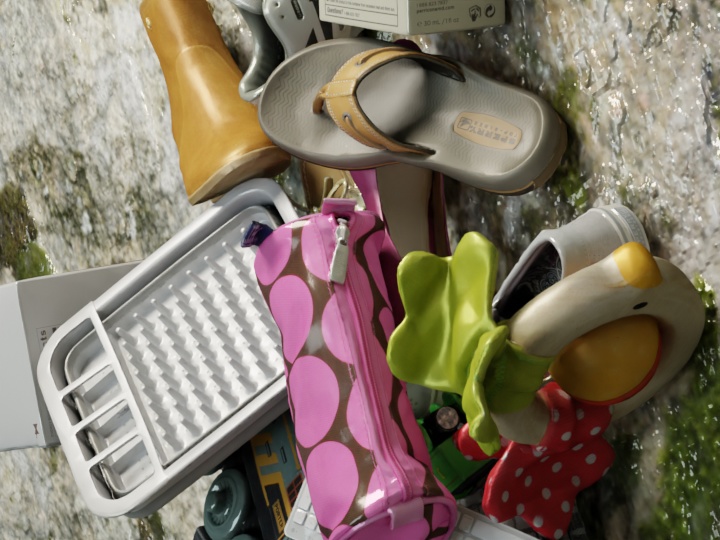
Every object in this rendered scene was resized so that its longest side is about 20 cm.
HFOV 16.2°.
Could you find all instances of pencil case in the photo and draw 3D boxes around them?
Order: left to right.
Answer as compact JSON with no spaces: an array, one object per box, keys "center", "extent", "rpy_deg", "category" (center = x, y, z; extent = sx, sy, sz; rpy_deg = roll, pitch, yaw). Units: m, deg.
[{"center":[-0.003,0.064,1.401],"extent":[0.094,0.090,0.201],"rpy_deg":[-49,50,52],"category":"pencil case"}]

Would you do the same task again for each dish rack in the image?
[{"center":[-0.097,0.053,1.549],"extent":[0.200,0.044,0.172],"rpy_deg":[-39,42,9],"category":"dish rack"}]

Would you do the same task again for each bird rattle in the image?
[{"center":[0.110,0.059,1.325],"extent":[0.200,0.163,0.113],"rpy_deg":[48,-166,-48],"category":"bird rattle"}]

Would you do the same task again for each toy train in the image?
[{"center":[-0.041,0.129,1.544],"extent":[0.114,0.085,0.201],"rpy_deg":[-48,39,30],"category":"toy train"},{"center":[0.039,0.122,1.524],"extent":[0.056,0.042,0.200],"rpy_deg":[51,161,7],"category":"toy train"}]

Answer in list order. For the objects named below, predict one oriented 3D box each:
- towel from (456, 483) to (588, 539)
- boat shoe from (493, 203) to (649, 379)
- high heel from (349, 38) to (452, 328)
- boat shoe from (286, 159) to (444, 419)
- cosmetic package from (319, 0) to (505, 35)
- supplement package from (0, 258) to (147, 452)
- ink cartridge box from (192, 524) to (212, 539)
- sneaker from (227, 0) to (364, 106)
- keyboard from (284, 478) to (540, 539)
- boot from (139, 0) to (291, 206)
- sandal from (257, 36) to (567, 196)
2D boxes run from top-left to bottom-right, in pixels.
[{"center":[0.081,0.219,1.480],"extent":[0.200,0.085,0.167],"rpy_deg":[-38,62,54],"category":"towel"},{"center":[0.093,0.038,1.420],"extent":[0.200,0.068,0.072],"rpy_deg":[-52,56,52],"category":"boat shoe"},{"center":[0.035,-0.036,1.480],"extent":[0.096,0.067,0.201],"rpy_deg":[3,83,57],"category":"high heel"},{"center":[0.000,0.000,1.567],"extent":[0.073,0.062,0.201],"rpy_deg":[-51,56,51],"category":"boat shoe"},{"center":[0.026,-0.240,1.450],"extent":[0.105,0.071,0.201],"rpy_deg":[20,115,56],"category":"cosmetic package"},{"center":[-0.153,0.050,1.699],"extent":[0.114,0.199,0.110],"rpy_deg":[-12,88,58],"category":"supplement package"},{"center":[-0.070,0.298,1.632],"extent":[0.198,0.047,0.201],"rpy_deg":[50,134,38],"category":"ink cartridge box"},{"center":[-0.038,-0.191,1.557],"extent":[0.074,0.088,0.201],"rpy_deg":[28,120,54],"category":"sneaker"},{"center":[0.046,0.157,1.407],"extent":[0.199,0.011,0.057],"rpy_deg":[21,94,30],"category":"keyboard"},{"center":[-0.104,-0.119,1.647],"extent":[0.201,0.070,0.145],"rpy_deg":[169,81,-84],"category":"boot"},{"center":[0.023,-0.090,1.444],"extent":[0.199,0.055,0.082],"rpy_deg":[19,84,33],"category":"sandal"}]
